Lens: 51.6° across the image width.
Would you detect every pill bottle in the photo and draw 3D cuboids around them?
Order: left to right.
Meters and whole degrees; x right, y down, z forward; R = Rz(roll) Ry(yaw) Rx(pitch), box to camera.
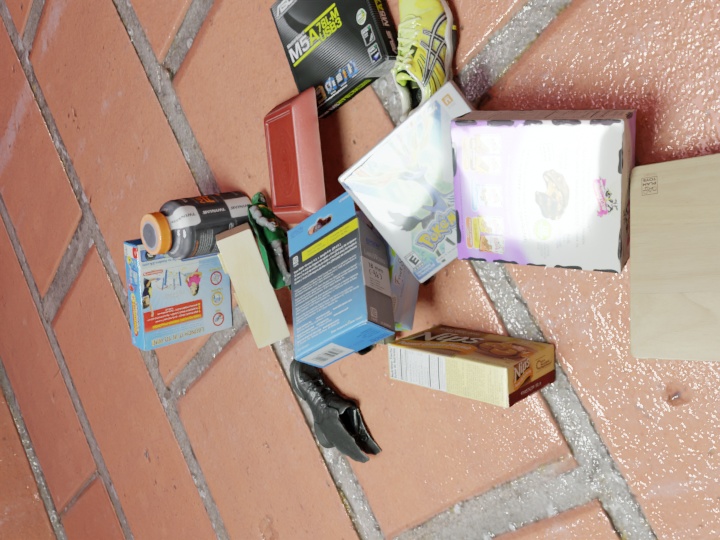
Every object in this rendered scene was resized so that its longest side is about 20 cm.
[{"bbox_3d":[-0.293,-0.079,1.340,0.105,0.198,0.108,14,110,42],"label":"pill bottle"}]

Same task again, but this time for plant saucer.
[{"bbox_3d":[-0.111,-0.175,1.190,0.199,0.036,0.204,-172,75,-68],"label":"plant saucer"}]

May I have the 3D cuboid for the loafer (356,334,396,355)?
[{"bbox_3d":[-0.017,0.104,1.191,0.198,0.074,0.071,-18,83,47],"label":"loafer"}]

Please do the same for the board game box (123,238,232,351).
[{"bbox_3d":[-0.344,0.030,1.423,0.055,0.198,0.200,13,109,44],"label":"board game box"}]

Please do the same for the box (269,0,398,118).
[{"bbox_3d":[-0.040,-0.358,1.117,0.199,0.047,0.196,-24,85,46],"label":"box"}]

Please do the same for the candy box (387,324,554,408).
[{"bbox_3d":[0.145,0.123,0.996,0.198,0.114,0.056,6,104,45],"label":"candy box"}]

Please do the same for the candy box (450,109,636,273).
[{"bbox_3d":[0.210,-0.095,0.860,0.197,0.071,0.171,7,112,30],"label":"candy box"}]

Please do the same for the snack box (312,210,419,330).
[{"bbox_3d":[0.000,0.000,1.105,0.198,0.067,0.172,-5,69,45],"label":"snack box"}]

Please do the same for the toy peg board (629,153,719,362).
[{"bbox_3d":[0.385,-0.010,0.747,0.198,0.097,0.204,-4,82,46],"label":"toy peg board"}]

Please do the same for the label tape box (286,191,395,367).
[{"bbox_3d":[-0.030,0.012,1.033,0.143,0.063,0.203,-29,54,36],"label":"label tape box"}]

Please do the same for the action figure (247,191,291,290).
[{"bbox_3d":[-0.148,-0.056,1.283,0.054,0.118,0.202,-38,61,17],"label":"action figure"}]

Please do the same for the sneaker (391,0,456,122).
[{"bbox_3d":[0.080,-0.282,0.979,0.075,0.076,0.204,-7,94,48],"label":"sneaker"}]

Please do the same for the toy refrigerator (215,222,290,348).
[{"bbox_3d":[-0.191,0.027,1.305,0.076,0.069,0.203,-136,26,-73],"label":"toy refrigerator"}]

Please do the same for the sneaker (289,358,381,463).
[{"bbox_3d":[-0.045,0.232,1.268,0.104,0.059,0.203,-25,87,47],"label":"sneaker"}]

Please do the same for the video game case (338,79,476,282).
[{"bbox_3d":[0.097,-0.109,0.966,0.199,0.022,0.183,-37,97,26],"label":"video game case"}]
